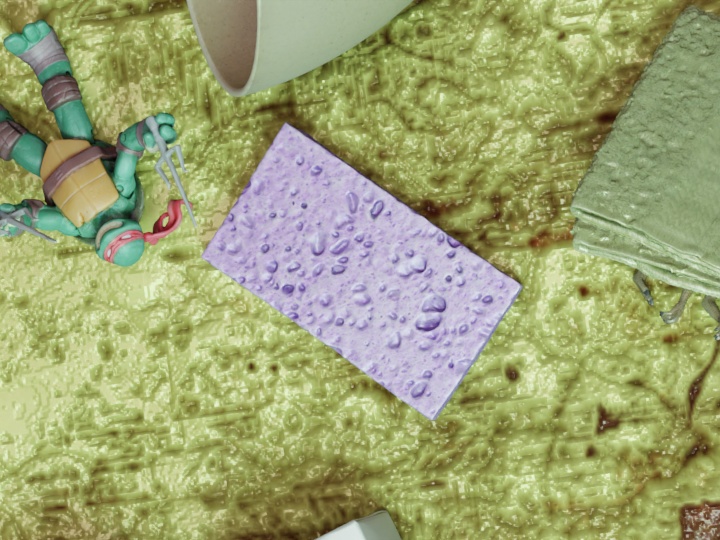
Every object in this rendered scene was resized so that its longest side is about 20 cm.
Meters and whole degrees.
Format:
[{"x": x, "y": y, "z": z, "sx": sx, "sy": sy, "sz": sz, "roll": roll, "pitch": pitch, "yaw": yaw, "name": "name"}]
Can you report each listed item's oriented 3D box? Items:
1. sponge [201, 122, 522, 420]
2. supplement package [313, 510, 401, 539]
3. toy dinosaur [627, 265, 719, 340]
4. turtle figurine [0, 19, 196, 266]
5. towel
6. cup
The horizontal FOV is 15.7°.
[{"x": 0.000, "y": 0.000, "z": 1.775, "sx": 0.200, "sy": 0.030, "sz": 0.112, "roll": 35, "pitch": 94, "yaw": 9, "name": "sponge"}, {"x": 0.001, "y": 0.275, "z": 1.717, "sx": 0.121, "sy": 0.120, "sz": 0.200, "roll": -27, "pitch": 83, "yaw": 9, "name": "supplement package"}, {"x": 0.222, "y": -0.024, "z": 1.730, "sx": 0.101, "sy": 0.058, "sz": 0.200, "roll": -32, "pitch": 63, "yaw": 1, "name": "toy dinosaur"}, {"x": -0.197, "y": -0.067, "z": 1.778, "sx": 0.150, "sy": 0.101, "sz": 0.200, "roll": -34, "pitch": 67, "yaw": -8, "name": "turtle figurine"}, {"x": 0.233, "y": -0.074, "z": 1.697, "sx": 0.148, "sy": 0.037, "sz": 0.200, "roll": 22, "pitch": 65, "yaw": 14, "name": "towel"}, {"x": -0.032, "y": -0.226, "z": 1.724, "sx": 0.143, "sy": 0.200, "sz": 0.201, "roll": -12, "pitch": 85, "yaw": -16, "name": "cup"}]
